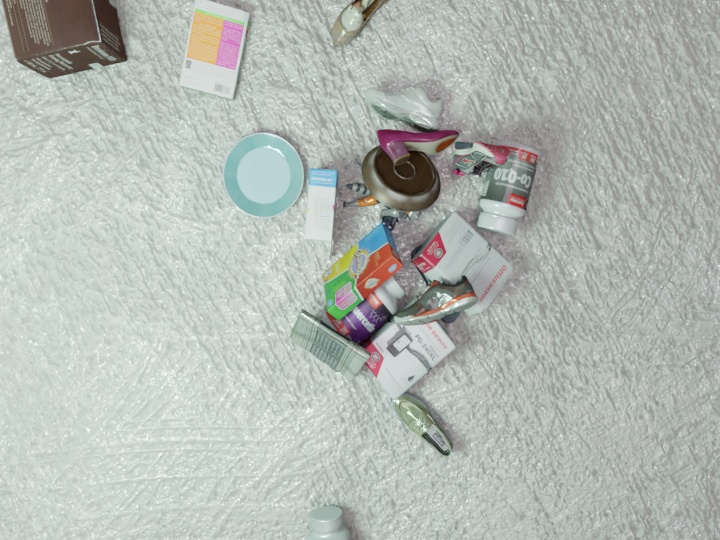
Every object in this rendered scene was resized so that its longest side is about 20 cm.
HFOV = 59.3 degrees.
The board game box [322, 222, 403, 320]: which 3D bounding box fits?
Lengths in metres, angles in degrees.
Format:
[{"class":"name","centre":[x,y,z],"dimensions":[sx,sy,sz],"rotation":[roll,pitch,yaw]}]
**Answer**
[{"class":"board game box","centre":[0.000,0.000,1.463],"dimensions":[0.199,0.154,0.040],"rotation":[-41,120,16]}]

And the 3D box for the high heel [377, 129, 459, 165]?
[{"class":"high heel","centre":[0.137,-0.318,1.485],"dimensions":[0.197,0.068,0.097],"rotation":[-21,71,-26]}]

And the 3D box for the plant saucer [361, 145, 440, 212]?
[{"class":"plant saucer","centre":[0.100,-0.228,1.478],"dimensions":[0.196,0.032,0.204],"rotation":[8,57,-13]}]

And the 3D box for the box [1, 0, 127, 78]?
[{"class":"box","centre":[-0.666,-0.554,1.429],"dimensions":[0.195,0.166,0.168],"rotation":[-12,93,0]}]

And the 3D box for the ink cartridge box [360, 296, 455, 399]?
[{"class":"ink cartridge box","centre":[0.110,0.184,1.526],"dimensions":[0.199,0.083,0.146],"rotation":[-40,93,1]}]

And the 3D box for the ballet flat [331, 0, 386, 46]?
[{"class":"ballet flat","centre":[0.002,-0.619,1.490],"dimensions":[0.068,0.067,0.201],"rotation":[41,92,-3]}]

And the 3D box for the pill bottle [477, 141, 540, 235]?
[{"class":"pill bottle","centre":[0.348,-0.192,1.501],"dimensions":[0.111,0.114,0.205],"rotation":[14,93,-2]}]

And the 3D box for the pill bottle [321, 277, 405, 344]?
[{"class":"pill bottle","centre":[0.009,0.091,1.511],"dimensions":[0.199,0.112,0.113],"rotation":[-41,94,1]}]

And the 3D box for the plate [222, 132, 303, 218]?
[{"class":"plate","centre":[-0.233,-0.229,1.530],"dimensions":[0.195,0.026,0.205],"rotation":[0,93,-1]}]

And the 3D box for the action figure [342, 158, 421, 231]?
[{"class":"action figure","centre":[0.053,-0.152,1.504],"dimensions":[0.189,0.105,0.204],"rotation":[17,94,3]}]

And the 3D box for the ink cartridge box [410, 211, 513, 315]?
[{"class":"ink cartridge box","centre":[0.242,-0.014,1.505],"dimensions":[0.200,0.083,0.146],"rotation":[42,71,-4]}]

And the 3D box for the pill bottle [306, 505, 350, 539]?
[{"class":"pill bottle","centre":[-0.075,0.692,1.546],"dimensions":[0.108,0.111,0.205],"rotation":[-5,93,-1]}]

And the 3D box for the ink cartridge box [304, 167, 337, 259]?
[{"class":"ink cartridge box","centre":[-0.093,-0.132,1.493],"dimensions":[0.066,0.115,0.205],"rotation":[4,93,-1]}]

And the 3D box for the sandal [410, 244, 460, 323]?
[{"class":"sandal","centre":[0.188,0.031,1.551],"dimensions":[0.075,0.043,0.204],"rotation":[-23,85,-12]}]

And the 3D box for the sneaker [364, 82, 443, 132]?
[{"class":"sneaker","centre":[0.107,-0.404,1.510],"dimensions":[0.196,0.078,0.101],"rotation":[19,86,-12]}]

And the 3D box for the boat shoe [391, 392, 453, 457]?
[{"class":"boat shoe","centre":[0.158,0.377,1.556],"dimensions":[0.199,0.062,0.072],"rotation":[42,92,-2]}]

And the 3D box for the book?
[{"class":"book","centre":[-0.344,-0.522,1.500],"dimensions":[0.131,0.048,0.205],"rotation":[13,94,-4]}]

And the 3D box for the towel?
[{"class":"towel","centre":[-0.079,0.181,1.475],"dimensions":[0.190,0.201,0.035],"rotation":[33,64,2]}]

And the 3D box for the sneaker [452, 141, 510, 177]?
[{"class":"sneaker","centre":[0.278,-0.253,1.459],"dimensions":[0.079,0.200,0.076],"rotation":[8,97,-18]}]

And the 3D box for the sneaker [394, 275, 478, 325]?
[{"class":"sneaker","centre":[0.166,0.067,1.440],"dimensions":[0.196,0.077,0.084],"rotation":[-19,73,10]}]
